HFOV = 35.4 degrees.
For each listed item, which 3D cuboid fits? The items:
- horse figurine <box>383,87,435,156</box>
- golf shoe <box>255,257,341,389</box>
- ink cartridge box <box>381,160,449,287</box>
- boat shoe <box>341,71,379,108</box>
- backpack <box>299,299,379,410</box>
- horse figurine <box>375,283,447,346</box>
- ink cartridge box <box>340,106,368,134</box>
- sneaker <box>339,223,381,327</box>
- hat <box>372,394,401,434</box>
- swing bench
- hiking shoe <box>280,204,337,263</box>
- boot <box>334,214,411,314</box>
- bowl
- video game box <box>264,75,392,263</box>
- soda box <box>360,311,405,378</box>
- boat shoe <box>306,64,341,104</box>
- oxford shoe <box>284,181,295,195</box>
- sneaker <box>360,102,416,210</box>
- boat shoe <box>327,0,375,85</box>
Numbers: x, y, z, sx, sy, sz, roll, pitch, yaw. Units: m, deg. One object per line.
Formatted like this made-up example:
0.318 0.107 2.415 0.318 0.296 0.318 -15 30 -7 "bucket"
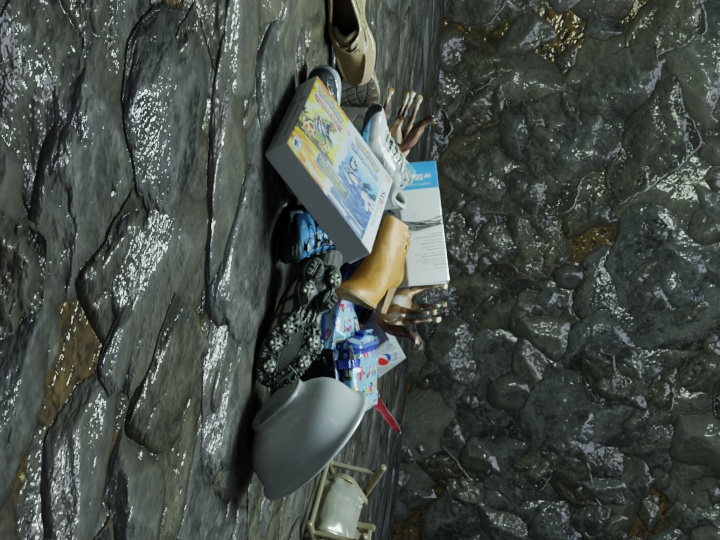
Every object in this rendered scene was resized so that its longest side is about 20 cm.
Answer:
0.061 -0.232 1.866 0.200 0.049 0.135 -145 -108 -70 "horse figurine"
-0.094 0.079 1.615 0.202 0.077 0.088 -62 -159 -16 "golf shoe"
0.073 -0.073 1.890 0.146 0.083 0.204 172 -88 -66 "ink cartridge box"
-0.001 -0.310 1.955 0.201 0.074 0.073 94 0 -67 "boat shoe"
-0.045 0.118 1.770 0.182 0.132 0.204 20 71 -76 "backpack"
0.073 0.066 1.865 0.200 0.130 0.051 -60 142 -67 "horse figurine"
-0.030 -0.152 1.826 0.145 0.082 0.203 -65 161 -66 "ink cartridge box"
0.000 0.000 1.852 0.202 0.074 0.079 -61 -141 28 "sneaker"
0.007 0.152 2.020 0.166 0.173 0.203 -64 159 -66 "hat"
-0.037 0.510 2.234 0.200 0.128 0.202 -72 172 -54 "swing bench"
-0.065 -0.058 1.661 0.200 0.085 0.076 -59 155 -70 "hiking shoe"
0.021 -0.016 1.712 0.201 0.070 0.146 23 83 -70 "boot"
-0.091 0.217 1.586 0.201 0.090 0.201 -42 -170 10 "bowl"
-0.038 -0.141 1.563 0.201 0.046 0.183 52 30 -25 "video game box"
0.004 0.087 1.954 0.068 0.063 0.201 48 9 -45 "soda box"
-0.060 -0.200 1.667 0.057 0.067 0.203 -56 146 -64 "boat shoe"
-0.044 -0.106 1.650 0.199 0.058 0.076 32 24 -49 "oxford shoe"
0.044 -0.172 1.741 0.202 0.085 0.076 86 17 -47 "sneaker"
-0.022 -0.372 1.764 0.065 0.070 0.202 -64 153 -46 "boat shoe"
